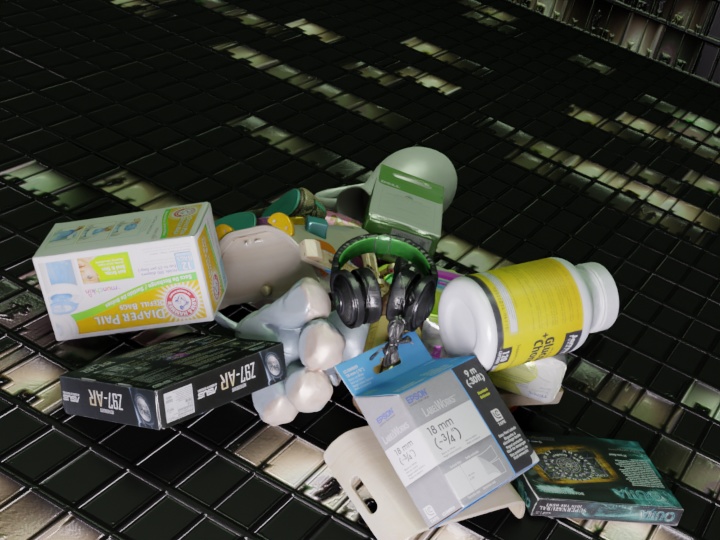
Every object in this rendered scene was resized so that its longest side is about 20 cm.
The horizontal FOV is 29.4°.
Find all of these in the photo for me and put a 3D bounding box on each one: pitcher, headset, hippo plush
[{"bbox_3d":[0.040,-0.123,2.140,0.170,0.123,0.199,18,32,39],"label":"pitcher"},{"bbox_3d":[0.029,0.022,1.521,0.121,0.095,0.202,3,43,-5],"label":"headset"},{"bbox_3d":[-0.061,0.106,1.628,0.198,0.162,0.160,-16,-18,36],"label":"hippo plush"}]

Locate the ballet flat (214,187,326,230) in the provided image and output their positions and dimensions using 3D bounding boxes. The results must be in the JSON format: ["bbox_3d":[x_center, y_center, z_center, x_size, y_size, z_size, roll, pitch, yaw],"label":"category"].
[{"bbox_3d":[-0.126,-0.054,1.880,0.075,0.198,0.069,33,49,-39],"label":"ballet flat"}]

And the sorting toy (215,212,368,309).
[{"bbox_3d":[-0.082,-0.027,1.767,0.198,0.109,0.179,-9,5,36],"label":"sorting toy"}]

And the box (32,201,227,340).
[{"bbox_3d":[-0.267,0.001,1.615,0.197,0.114,0.102,-8,24,9],"label":"box"}]

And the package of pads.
[{"bbox_3d":[0.159,0.077,1.692,0.197,0.069,0.155,18,26,2],"label":"package of pads"}]

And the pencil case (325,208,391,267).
[{"bbox_3d":[-0.024,-0.036,1.946,0.197,0.084,0.087,20,8,7],"label":"pencil case"}]

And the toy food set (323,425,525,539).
[{"bbox_3d":[0.073,0.235,1.518,0.198,0.061,0.144,-7,47,-38],"label":"toy food set"}]

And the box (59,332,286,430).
[{"bbox_3d":[-0.204,0.117,1.507,0.158,0.044,0.199,3,14,38],"label":"box"}]

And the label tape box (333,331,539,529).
[{"bbox_3d":[0.083,0.154,1.469,0.143,0.063,0.202,-20,74,-46],"label":"label tape box"}]

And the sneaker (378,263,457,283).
[{"bbox_3d":[0.084,0.044,1.875,0.198,0.074,0.084,5,51,-46],"label":"sneaker"}]

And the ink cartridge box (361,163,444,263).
[{"bbox_3d":[0.058,-0.074,1.905,0.102,0.060,0.201,18,24,-3],"label":"ink cartridge box"}]

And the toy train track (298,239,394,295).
[{"bbox_3d":[0.000,0.000,1.681,0.199,0.032,0.116,25,46,-47],"label":"toy train track"}]

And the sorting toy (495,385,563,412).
[{"bbox_3d":[0.118,0.127,1.729,0.196,0.070,0.200,1,30,-30],"label":"sorting toy"}]

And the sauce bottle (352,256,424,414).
[{"bbox_3d":[0.041,0.073,1.584,0.065,0.066,0.202,17,57,1],"label":"sauce bottle"}]

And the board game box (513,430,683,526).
[{"bbox_3d":[0.270,0.246,1.634,0.197,0.028,0.136,8,28,-20],"label":"board game box"}]

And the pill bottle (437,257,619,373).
[{"bbox_3d":[0.196,0.047,1.578,0.197,0.113,0.112,-11,36,-27],"label":"pill bottle"}]

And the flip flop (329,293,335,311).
[{"bbox_3d":[-0.044,0.021,1.852,0.198,0.058,0.081,30,28,24],"label":"flip flop"}]
